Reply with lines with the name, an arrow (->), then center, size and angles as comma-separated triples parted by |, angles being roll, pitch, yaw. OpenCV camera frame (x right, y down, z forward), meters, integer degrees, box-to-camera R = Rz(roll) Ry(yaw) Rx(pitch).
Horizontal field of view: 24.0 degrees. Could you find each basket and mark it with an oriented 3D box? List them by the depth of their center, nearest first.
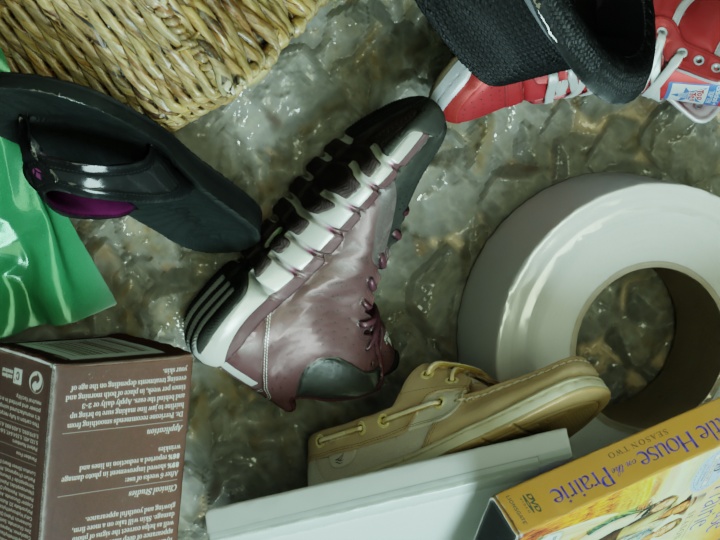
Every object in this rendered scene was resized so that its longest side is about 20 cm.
basket -> -0.134, -0.180, 0.914 | 0.200, 0.149, 0.143 | 50, 49, -18

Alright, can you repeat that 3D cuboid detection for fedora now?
fedora -> 0.079, -0.172, 0.901 | 0.092, 0.201, 0.201 | -20, 109, 30

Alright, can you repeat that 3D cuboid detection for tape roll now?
tape roll -> 0.164, 0.042, 1.035 | 0.202, 0.071, 0.203 | -2, 99, -17

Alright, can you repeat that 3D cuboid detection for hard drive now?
hard drive -> 0.026, 0.143, 0.957 | 0.200, 0.132, 0.026 | -14, 61, 5

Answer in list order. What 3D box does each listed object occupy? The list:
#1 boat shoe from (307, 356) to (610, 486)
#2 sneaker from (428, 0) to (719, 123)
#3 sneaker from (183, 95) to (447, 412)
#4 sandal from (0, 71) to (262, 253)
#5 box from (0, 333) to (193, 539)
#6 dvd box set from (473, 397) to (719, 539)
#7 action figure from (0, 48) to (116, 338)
boat shoe -> 0.046, 0.085, 0.964 | 0.200, 0.069, 0.074 | -27, 153, 26
sneaker -> 0.146, -0.116, 0.982 | 0.200, 0.071, 0.112 | -33, 78, -6
sneaker -> 0.000, 0.000, 0.985 | 0.200, 0.076, 0.116 | -46, 114, 5
sandal -> -0.126, -0.046, 0.896 | 0.200, 0.075, 0.048 | 31, 55, -43
box -> -0.157, 0.139, 0.935 | 0.100, 0.075, 0.200 | -1, 98, -47
dvd box set -> 0.149, 0.136, 0.943 | 0.200, 0.029, 0.146 | -19, 148, -23
action figure -> -0.215, -0.062, 0.912 | 0.118, 0.055, 0.200 | -16, 107, -12
